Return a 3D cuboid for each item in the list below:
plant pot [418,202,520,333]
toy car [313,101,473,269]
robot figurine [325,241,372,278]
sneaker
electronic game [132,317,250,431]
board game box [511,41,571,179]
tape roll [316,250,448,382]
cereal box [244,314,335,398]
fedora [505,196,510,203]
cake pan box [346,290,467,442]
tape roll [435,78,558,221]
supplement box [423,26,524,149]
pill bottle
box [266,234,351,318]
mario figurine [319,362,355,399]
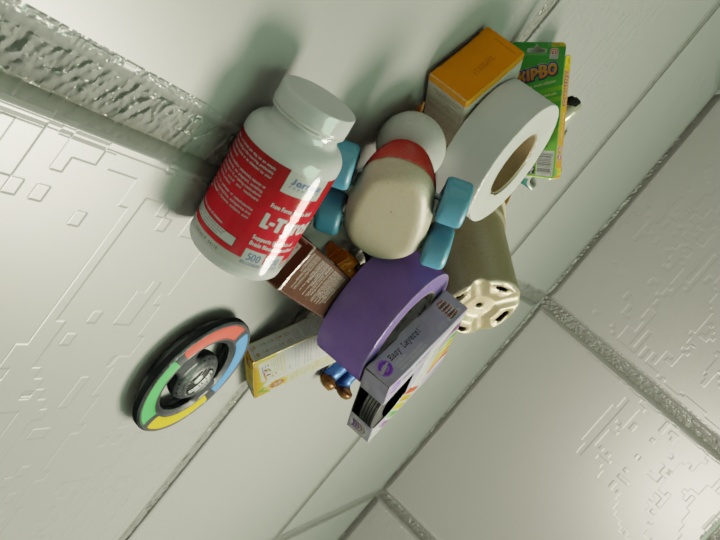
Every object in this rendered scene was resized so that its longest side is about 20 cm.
[{"bbox_3d":[0.167,-0.009,1.367,0.200,0.184,0.201,-10,140,-8],"label":"plant pot"},{"bbox_3d":[0.057,-0.135,1.141,0.177,0.184,0.200,106,3,-53],"label":"toy car"},{"bbox_3d":[0.000,0.000,1.361,0.145,0.058,0.200,-33,158,-13],"label":"robot figurine"},{"bbox_3d":[0.320,-0.208,1.427,0.070,0.093,0.200,-38,176,-38],"label":"sneaker"},{"bbox_3d":[-0.230,0.143,1.171,0.200,0.042,0.200,-42,160,-18],"label":"electronic game"},{"bbox_3d":[0.265,-0.244,1.297,0.030,0.095,0.201,-18,114,-51],"label":"board game box"},{"bbox_3d":[0.033,0.059,1.231,0.200,0.085,0.200,-46,163,-19],"label":"tape roll"},{"bbox_3d":[-0.090,0.126,1.371,0.199,0.040,0.144,-23,154,-19],"label":"cereal box"},{"bbox_3d":[0.178,-0.118,1.505,0.200,0.082,0.201,-34,156,-17],"label":"fedora"},{"bbox_3d":[0.065,0.146,1.267,0.200,0.052,0.185,-41,159,-33],"label":"cake pan box"},{"bbox_3d":[0.194,-0.170,1.219,0.202,0.071,0.203,-45,163,-18],"label":"tape roll"},{"bbox_3d":[0.154,-0.234,1.233,0.126,0.073,0.200,-42,161,-21],"label":"supplement box"},{"bbox_3d":[-0.090,-0.097,0.896,0.200,0.112,0.112,-57,160,23],"label":"pill bottle"},{"bbox_3d":[-0.085,-0.009,1.100,0.075,0.100,0.200,-48,162,-2],"label":"box"},{"bbox_3d":[0.013,0.170,1.672,0.200,0.106,0.123,-49,165,9],"label":"mario figurine"}]
